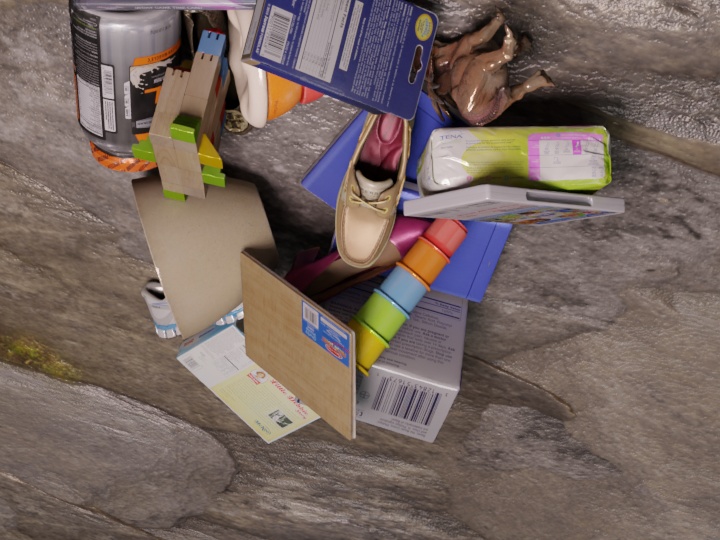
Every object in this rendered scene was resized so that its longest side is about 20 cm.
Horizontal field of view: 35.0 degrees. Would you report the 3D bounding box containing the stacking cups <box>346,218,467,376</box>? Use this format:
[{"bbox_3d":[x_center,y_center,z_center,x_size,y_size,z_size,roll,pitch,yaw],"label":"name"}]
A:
[{"bbox_3d":[0.043,0.020,1.288,0.060,0.060,0.201,38,84,-19],"label":"stacking cups"}]

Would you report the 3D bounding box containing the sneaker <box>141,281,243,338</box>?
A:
[{"bbox_3d":[-0.207,0.025,1.502,0.198,0.075,0.087,-18,117,23],"label":"sneaker"}]

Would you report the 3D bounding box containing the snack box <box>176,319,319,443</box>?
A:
[{"bbox_3d":[-0.150,0.153,1.611,0.115,0.037,0.200,-28,118,29],"label":"snack box"}]

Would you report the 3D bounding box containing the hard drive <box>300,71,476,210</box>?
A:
[{"bbox_3d":[0.037,-0.134,1.355,0.131,0.026,0.200,33,127,-16],"label":"hard drive"}]

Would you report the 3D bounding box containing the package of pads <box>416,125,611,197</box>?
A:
[{"bbox_3d":[0.165,-0.111,1.249,0.196,0.155,0.069,-1,84,-2],"label":"package of pads"}]

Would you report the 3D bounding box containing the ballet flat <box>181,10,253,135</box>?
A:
[{"bbox_3d":[-0.163,-0.237,1.298,0.066,0.047,0.202,-2,127,13],"label":"ballet flat"}]

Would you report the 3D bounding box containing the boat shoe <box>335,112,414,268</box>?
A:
[{"bbox_3d":[0.012,-0.099,1.275,0.073,0.066,0.203,12,100,3],"label":"boat shoe"}]

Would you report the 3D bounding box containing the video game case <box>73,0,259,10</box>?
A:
[{"bbox_3d":[-0.192,-0.337,1.176,0.197,0.145,0.019,2,168,9],"label":"video game case"}]

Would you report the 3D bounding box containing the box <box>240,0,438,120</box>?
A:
[{"bbox_3d":[-0.018,-0.239,1.173,0.198,0.123,0.032,17,175,-29],"label":"box"}]

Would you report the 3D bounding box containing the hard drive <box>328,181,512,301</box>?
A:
[{"bbox_3d":[0.070,-0.041,1.380,0.197,0.026,0.133,15,130,-3],"label":"hard drive"}]

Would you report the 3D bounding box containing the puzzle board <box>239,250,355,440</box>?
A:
[{"bbox_3d":[-0.070,0.082,1.299,0.199,0.017,0.153,33,136,38],"label":"puzzle board"}]

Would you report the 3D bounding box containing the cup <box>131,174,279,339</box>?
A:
[{"bbox_3d":[-0.180,-0.035,1.388,0.141,0.201,0.202,-18,127,-6],"label":"cup"}]

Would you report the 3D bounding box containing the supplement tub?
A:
[{"bbox_3d":[-0.260,-0.220,1.282,0.121,0.123,0.202,9,130,3],"label":"supplement tub"}]

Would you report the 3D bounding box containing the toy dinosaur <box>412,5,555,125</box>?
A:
[{"bbox_3d":[0.119,-0.196,1.198,0.135,0.201,0.086,-39,123,18],"label":"toy dinosaur"}]

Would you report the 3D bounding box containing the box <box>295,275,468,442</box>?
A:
[{"bbox_3d":[0.031,0.087,1.417,0.181,0.201,0.106,17,130,-3],"label":"box"}]

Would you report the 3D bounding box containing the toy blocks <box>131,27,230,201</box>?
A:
[{"bbox_3d":[-0.179,-0.173,1.236,0.098,0.139,0.200,12,161,0],"label":"toy blocks"}]

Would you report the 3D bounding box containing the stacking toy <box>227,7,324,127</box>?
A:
[{"bbox_3d":[-0.040,-0.239,1.236,0.197,0.147,0.148,-9,130,-13],"label":"stacking toy"}]

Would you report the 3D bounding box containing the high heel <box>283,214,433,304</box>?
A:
[{"bbox_3d":[0.000,0.000,1.334,0.198,0.097,0.068,-19,124,23],"label":"high heel"}]

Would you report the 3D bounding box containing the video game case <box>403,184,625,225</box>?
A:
[{"bbox_3d":[0.166,-0.069,1.232,0.198,0.018,0.142,3,174,-34],"label":"video game case"}]
